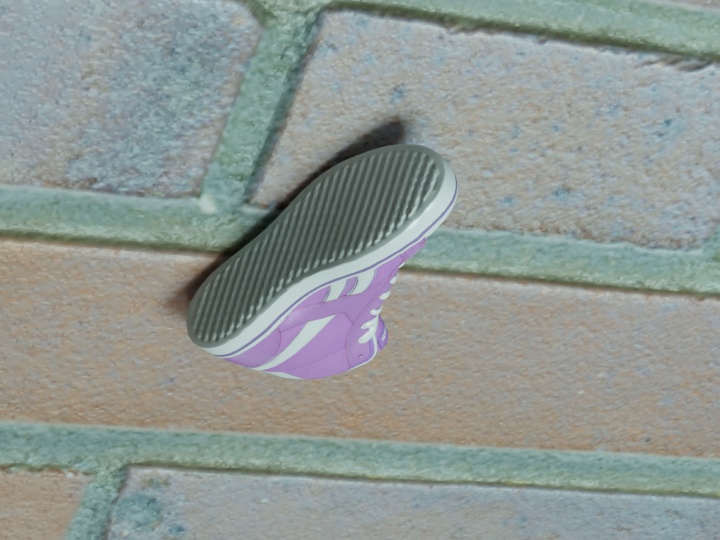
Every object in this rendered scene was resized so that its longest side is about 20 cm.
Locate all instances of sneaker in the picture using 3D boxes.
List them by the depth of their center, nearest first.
[{"bbox_3d":[0.000,0.000,1.577,0.200,0.073,0.114,-33,140,27],"label":"sneaker"}]
